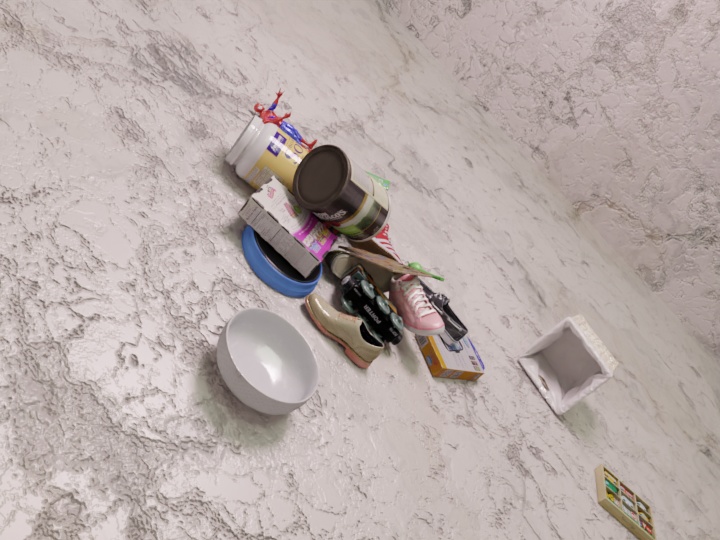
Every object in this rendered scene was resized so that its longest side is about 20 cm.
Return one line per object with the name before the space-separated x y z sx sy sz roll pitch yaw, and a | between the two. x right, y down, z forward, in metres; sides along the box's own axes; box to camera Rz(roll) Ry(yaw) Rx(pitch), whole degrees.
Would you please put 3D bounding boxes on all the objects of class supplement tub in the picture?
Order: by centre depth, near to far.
supplement tub | -0.198 -0.245 1.698 0.198 0.145 0.147 36 31 -17

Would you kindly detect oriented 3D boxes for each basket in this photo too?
basket | 0.586 0.258 2.070 0.200 0.200 0.160 55 25 15

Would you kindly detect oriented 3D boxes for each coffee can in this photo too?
coffee can | -0.037 -0.167 1.634 0.199 0.145 0.148 31 29 -54

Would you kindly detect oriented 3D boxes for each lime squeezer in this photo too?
lime squeezer | 0.147 0.000 1.874 0.069 0.039 0.200 9 -1 -16

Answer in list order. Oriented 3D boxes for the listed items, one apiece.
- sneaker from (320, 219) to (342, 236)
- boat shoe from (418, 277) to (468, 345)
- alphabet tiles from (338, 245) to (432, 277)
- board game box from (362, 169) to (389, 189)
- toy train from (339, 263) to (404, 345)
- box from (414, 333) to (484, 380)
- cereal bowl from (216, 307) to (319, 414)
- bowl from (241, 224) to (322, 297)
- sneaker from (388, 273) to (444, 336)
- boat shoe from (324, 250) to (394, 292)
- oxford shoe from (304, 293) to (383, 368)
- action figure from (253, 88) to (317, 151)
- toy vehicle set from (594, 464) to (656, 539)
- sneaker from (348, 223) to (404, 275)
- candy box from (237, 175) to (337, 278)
sneaker | -0.079 -0.129 1.789 0.099 0.071 0.199 53 31 8
boat shoe | 0.188 0.084 1.800 0.202 0.068 0.071 55 28 10
alphabet tiles | 0.047 -0.022 1.715 0.197 0.008 0.165 22 9 37
board game box | -0.042 -0.209 1.826 0.196 0.135 0.030 22 52 -14
toy train | 0.027 0.077 1.656 0.200 0.085 0.115 48 18 -20
box | 0.227 0.208 1.816 0.198 0.041 0.121 17 41 -46
cereal bowl | -0.172 0.168 1.294 0.198 0.083 0.202 33 32 -24
bowl | -0.166 -0.035 1.595 0.198 0.039 0.203 33 32 -23
sneaker | 0.123 0.071 1.703 0.074 0.107 0.200 -14 27 -24
boat shoe | 0.000 0.000 1.741 0.197 0.073 0.059 18 11 -39
oxford shoe | -0.032 0.112 1.555 0.199 0.074 0.071 43 29 -7
action figure | -0.187 -0.399 1.955 0.197 0.099 0.066 29 32 -23
toy vehicle set | 0.699 0.619 1.945 0.199 0.026 0.125 41 30 -11
sneaker | 0.063 -0.053 1.883 0.200 0.071 0.112 46 33 3
candy box | -0.153 -0.095 1.581 0.200 0.061 0.137 44 28 -6
